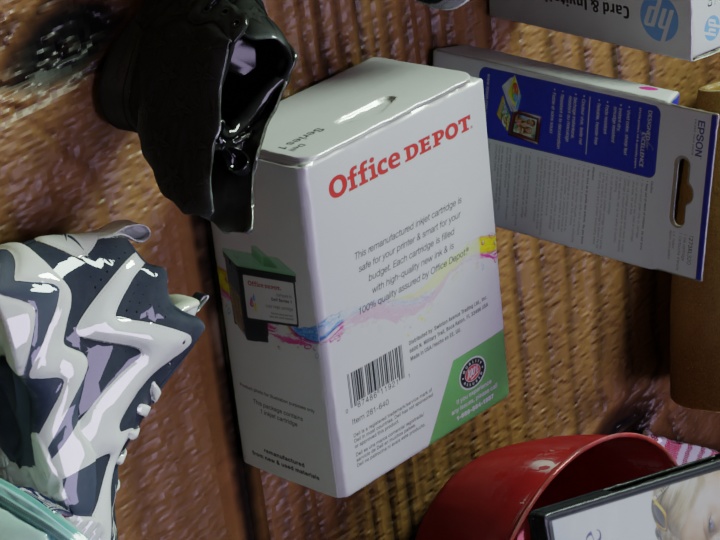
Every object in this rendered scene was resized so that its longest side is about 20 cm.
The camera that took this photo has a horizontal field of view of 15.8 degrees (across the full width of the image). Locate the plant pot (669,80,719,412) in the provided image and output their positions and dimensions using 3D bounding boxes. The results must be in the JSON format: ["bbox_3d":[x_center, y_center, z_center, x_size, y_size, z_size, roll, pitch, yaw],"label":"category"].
[{"bbox_3d":[0.279,-0.026,1.673,0.186,0.186,0.200,-18,102,-44],"label":"plant pot"}]

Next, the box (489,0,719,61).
[{"bbox_3d":[0.135,-0.229,1.446,0.041,0.156,0.200,-24,120,-38],"label":"box"}]

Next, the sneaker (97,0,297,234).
[{"bbox_3d":[-0.066,-0.123,1.296,0.060,0.104,0.200,28,81,-48],"label":"sneaker"}]

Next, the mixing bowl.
[{"bbox_3d":[0.101,0.182,1.578,0.200,0.108,0.201,-19,117,-44],"label":"mixing bowl"}]

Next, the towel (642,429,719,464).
[{"bbox_3d":[0.230,0.193,1.790,0.200,0.030,0.147,16,90,-47],"label":"towel"}]

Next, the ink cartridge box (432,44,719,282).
[{"bbox_3d":[0.121,-0.063,1.450,0.037,0.200,0.095,-13,113,-45],"label":"ink cartridge box"}]

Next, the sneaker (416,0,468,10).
[{"bbox_3d":[-0.003,-0.208,1.355,0.200,0.078,0.077,54,48,-31],"label":"sneaker"}]

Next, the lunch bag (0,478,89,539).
[{"bbox_3d":[-0.170,0.167,1.239,0.077,0.160,0.200,-44,137,-23],"label":"lunch bag"}]

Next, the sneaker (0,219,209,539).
[{"bbox_3d":[-0.123,0.065,1.311,0.129,0.079,0.200,-26,111,-30],"label":"sneaker"}]

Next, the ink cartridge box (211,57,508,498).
[{"bbox_3d":[0.000,0.000,1.424,0.145,0.084,0.200,-29,123,-39],"label":"ink cartridge box"}]

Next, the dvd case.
[{"bbox_3d":[0.183,0.184,1.477,0.200,0.018,0.143,-13,97,-35],"label":"dvd case"}]
